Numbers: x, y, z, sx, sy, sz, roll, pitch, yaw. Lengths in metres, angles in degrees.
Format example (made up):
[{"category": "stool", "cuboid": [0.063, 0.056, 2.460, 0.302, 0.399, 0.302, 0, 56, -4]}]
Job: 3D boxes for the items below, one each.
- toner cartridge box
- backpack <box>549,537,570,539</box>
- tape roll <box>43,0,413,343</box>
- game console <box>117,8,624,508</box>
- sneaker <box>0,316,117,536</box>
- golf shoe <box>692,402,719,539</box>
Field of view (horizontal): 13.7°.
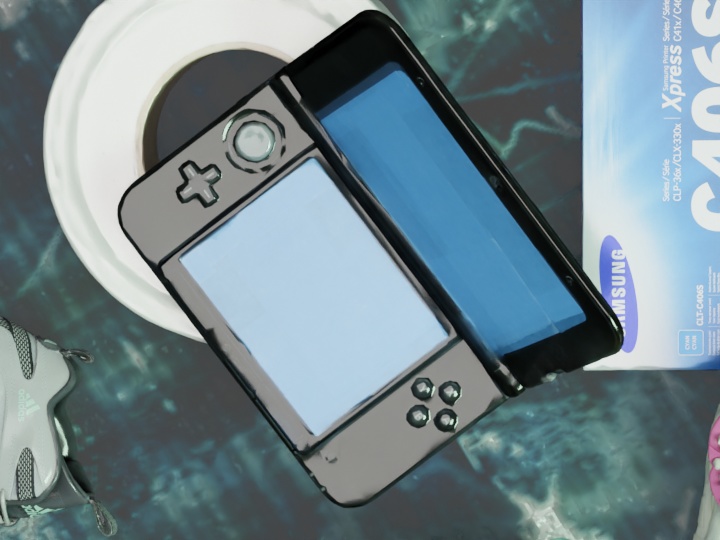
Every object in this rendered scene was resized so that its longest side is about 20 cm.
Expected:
[{"category": "toner cartridge box", "cuboid": [0.160, -0.050, 1.541, 0.095, 0.043, 0.201, -1, 96, 4]}, {"category": "backpack", "cuboid": [0.060, 0.224, 1.509, 0.200, 0.176, 0.154, -32, 62, -5]}, {"category": "tape roll", "cuboid": [-0.059, -0.064, 1.539, 0.201, 0.071, 0.203, 0, 96, 3]}, {"category": "game console", "cuboid": [0.000, 0.000, 1.448, 0.176, 0.116, 0.200, -37, 94, 5]}, {"category": "sneaker", "cuboid": [-0.196, 0.124, 1.561, 0.139, 0.078, 0.201, 19, 97, 2]}, {"category": "golf shoe", "cuboid": [0.207, 0.116, 1.525, 0.075, 0.092, 0.201, 9, 132, 4]}]
